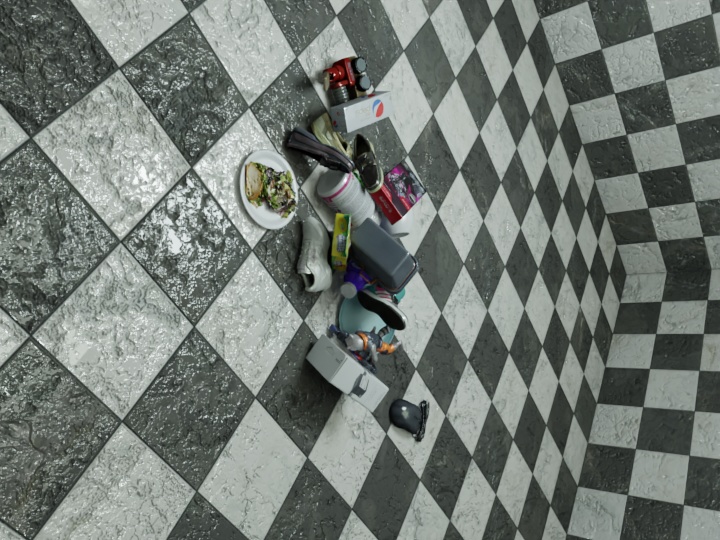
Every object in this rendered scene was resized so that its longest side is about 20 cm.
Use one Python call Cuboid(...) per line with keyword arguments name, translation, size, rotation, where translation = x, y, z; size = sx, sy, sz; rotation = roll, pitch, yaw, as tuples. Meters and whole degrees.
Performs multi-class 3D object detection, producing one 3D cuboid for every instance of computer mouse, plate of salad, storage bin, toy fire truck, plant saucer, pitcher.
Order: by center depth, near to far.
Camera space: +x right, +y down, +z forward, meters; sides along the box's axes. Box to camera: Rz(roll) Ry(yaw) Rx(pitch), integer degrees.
Cuboid(name="plate of salad", translation=(-0.226, -0.210, 1.528), size=(0.197, 0.047, 0.208), rotation=(8, 79, -49))
Cuboid(name="storage bin", translation=(0.050, -0.042, 1.619), size=(0.146, 0.199, 0.135), rotation=(-47, 165, -5))
Cuboid(name="toy fire truck", translation=(-0.055, -0.516, 1.721), size=(0.197, 0.127, 0.182), rotation=(-26, 107, -36))
Cuboid(name="plant saucer", translation=(0.019, 0.146, 1.761), size=(0.194, 0.027, 0.208), rotation=(3, 84, -30))
Cuboid(name="pitcher", translation=(0.085, -0.209, 1.849), size=(0.169, 0.119, 0.207), rotation=(0, 77, -51))
Cuboid(name="computer mouse", translation=(0.170, 0.473, 1.930), size=(0.198, 0.052, 0.143), rotation=(31, 65, -44))

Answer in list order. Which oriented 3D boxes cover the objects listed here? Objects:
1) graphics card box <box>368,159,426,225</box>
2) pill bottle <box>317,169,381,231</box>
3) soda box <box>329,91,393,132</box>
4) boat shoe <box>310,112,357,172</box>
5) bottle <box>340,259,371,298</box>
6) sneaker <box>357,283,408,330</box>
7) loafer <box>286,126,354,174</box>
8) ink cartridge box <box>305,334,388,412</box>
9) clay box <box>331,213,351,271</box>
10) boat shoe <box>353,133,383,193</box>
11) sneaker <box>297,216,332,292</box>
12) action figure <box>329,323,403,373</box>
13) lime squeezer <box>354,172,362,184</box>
Cuboid(name="graphics card box", translation=(0.113, -0.236, 1.775), size=(0.127, 0.050, 0.200), rotation=(52, 40, -7))
Cuboid(name="pill bottle", translation=(-0.027, -0.197, 1.714), size=(0.200, 0.111, 0.116), rotation=(46, 54, -36))
Cuboid(name="soda box", translation=(0.007, -0.452, 1.684), size=(0.198, 0.063, 0.070), rotation=(-31, 122, -37))
Cuboid(name="boat shoe", translation=(-0.060, -0.366, 1.714), size=(0.200, 0.062, 0.074), rotation=(44, 23, -33))
Cuboid(name="bottle", translation=(0.000, 0.000, 1.732), size=(0.201, 0.081, 0.067), rotation=(-56, 157, -46))
Cuboid(name="sneaker", translation=(0.094, 0.090, 1.695), size=(0.119, 0.198, 0.086), rotation=(-27, 131, -30))
Cuboid(name="loafer", translation=(-0.111, -0.309, 1.609), size=(0.196, 0.072, 0.064), rotation=(32, 70, 2))
Cuboid(name="ink cartridge box", translation=(-0.036, 0.281, 1.620), size=(0.084, 0.144, 0.200), rotation=(-51, 128, -5))
Cuboid(name="clay box", translation=(-0.054, -0.078, 1.629), size=(0.200, 0.046, 0.119), rotation=(99, -3, -77))
Cuboid(name="boat shoe", translation=(0.013, -0.308, 1.702), size=(0.065, 0.072, 0.204), rotation=(40, 25, -48))
Cuboid(name="sneaker", translation=(-0.129, -0.041, 1.605), size=(0.098, 0.073, 0.207), rotation=(-16, 99, -50))
Cuboid(name="action figure", translation=(0.012, 0.182, 1.647), size=(0.191, 0.199, 0.107), rotation=(-3, 126, -58))
Cuboid(name="lime squeezer", translation=(-0.002, -0.263, 1.772), size=(0.198, 0.071, 0.038), rotation=(36, 87, -13))
